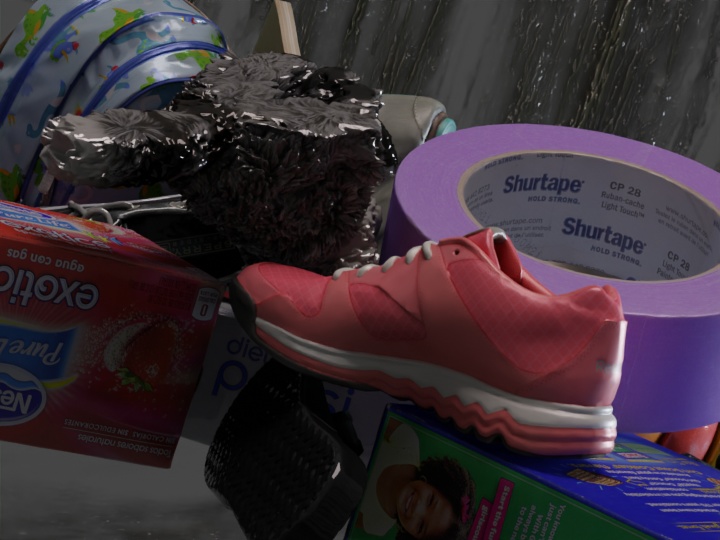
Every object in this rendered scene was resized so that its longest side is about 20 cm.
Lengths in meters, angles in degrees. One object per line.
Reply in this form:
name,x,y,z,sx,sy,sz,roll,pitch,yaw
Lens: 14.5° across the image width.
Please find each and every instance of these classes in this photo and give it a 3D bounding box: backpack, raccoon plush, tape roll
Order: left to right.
backpack,-0.146,-0.065,1.569,0.163,0.201,0.154,10,9,-45
raccoon plush,-0.070,-0.025,1.330,0.199,0.134,0.097,-3,31,-25
tape roll,0.109,0.000,1.378,0.199,0.066,0.200,9,27,-5

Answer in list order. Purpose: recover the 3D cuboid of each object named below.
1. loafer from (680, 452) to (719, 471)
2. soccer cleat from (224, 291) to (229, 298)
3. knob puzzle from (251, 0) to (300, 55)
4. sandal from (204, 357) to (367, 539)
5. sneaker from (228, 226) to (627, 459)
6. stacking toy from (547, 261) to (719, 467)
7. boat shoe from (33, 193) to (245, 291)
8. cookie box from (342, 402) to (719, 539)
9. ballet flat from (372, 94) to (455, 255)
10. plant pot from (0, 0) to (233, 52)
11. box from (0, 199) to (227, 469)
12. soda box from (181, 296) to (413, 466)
loafer,0.209,0.126,1.480,0.068,0.071,0.200,20,7,33
soccer cleat,-0.165,0.009,1.475,0.199,0.073,0.068,15,8,-10
knob puzzle,-0.052,-0.020,1.550,0.030,0.220,0.220,11,9,-17
sandal,-0.028,0.091,1.265,0.048,0.075,0.200,41,8,-18
sneaker,0.035,0.017,1.256,0.200,0.087,0.074,19,8,28
stacking toy,0.161,0.084,1.534,0.200,0.146,0.146,28,1,-32
boat shoe,-0.130,0.001,1.414,0.199,0.074,0.068,-7,2,-14
cookie box,0.123,0.128,1.247,0.171,0.075,0.200,8,11,-47
ballet flat,0.000,0.000,1.509,0.064,0.201,0.067,11,-15,11
plant pot,-0.125,-0.061,1.802,0.187,0.187,0.200,20,-7,24
box,-0.176,0.019,1.290,0.200,0.096,0.100,13,9,-35
soda box,0.011,0.076,1.405,0.199,0.068,0.063,18,6,3
